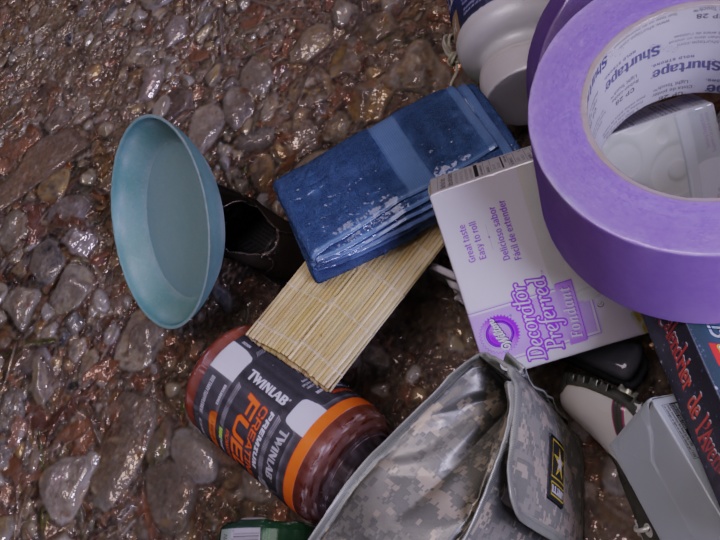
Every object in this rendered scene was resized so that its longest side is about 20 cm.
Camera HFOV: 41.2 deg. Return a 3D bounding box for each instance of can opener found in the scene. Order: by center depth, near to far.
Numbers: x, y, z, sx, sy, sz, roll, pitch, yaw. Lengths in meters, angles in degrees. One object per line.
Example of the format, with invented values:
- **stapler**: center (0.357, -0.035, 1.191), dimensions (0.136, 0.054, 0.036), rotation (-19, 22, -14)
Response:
- **can opener**: center (0.144, 0.025, 0.777), dimensions (0.198, 0.053, 0.067), rotation (25, 81, 31)

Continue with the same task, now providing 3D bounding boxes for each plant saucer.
- **plant saucer**: center (-0.180, -0.047, 0.914), dimensions (0.199, 0.036, 0.203), rotation (13, 107, 50)

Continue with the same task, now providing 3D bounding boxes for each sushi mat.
- **sushi mat**: center (0.000, 0.000, 0.798), dimensions (0.095, 0.012, 0.201), rotation (30, 73, 30)

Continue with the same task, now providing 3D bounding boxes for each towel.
- **towel**: center (0.027, -0.079, 0.797), dimensions (0.198, 0.049, 0.112), rotation (-29, 57, 0)

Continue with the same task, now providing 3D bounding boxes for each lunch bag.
- **lunch bag**: center (0.080, 0.169, 0.677), dimensions (0.117, 0.164, 0.201), rotation (32, 84, 39)

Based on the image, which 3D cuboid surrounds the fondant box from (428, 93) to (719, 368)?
- **fondant box**: center (0.162, -0.023, 0.682), dimensions (0.197, 0.058, 0.146), rotation (-17, 105, 10)

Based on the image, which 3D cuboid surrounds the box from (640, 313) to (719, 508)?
- **box**: center (0.253, 0.067, 0.568), dimensions (0.134, 0.038, 0.202), rotation (5, 43, -11)

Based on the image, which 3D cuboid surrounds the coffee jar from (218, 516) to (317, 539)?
- **coffee jar**: center (-0.067, 0.298, 0.728), dimensions (0.084, 0.104, 0.203), rotation (-8, 65, 26)

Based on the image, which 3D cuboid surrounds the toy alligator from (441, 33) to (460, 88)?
- **toy alligator**: center (0.078, -0.120, 0.878), dimensions (0.054, 0.059, 0.203), rotation (140, 136, -55)

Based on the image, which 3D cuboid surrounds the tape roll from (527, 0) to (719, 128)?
- **tape roll**: center (0.228, -0.145, 0.722), dimensions (0.197, 0.085, 0.203), rotation (1, 107, 4)

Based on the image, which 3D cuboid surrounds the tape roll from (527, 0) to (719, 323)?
- **tape roll**: center (0.201, -0.077, 0.565), dimensions (0.197, 0.085, 0.203), rotation (-7, 60, 12)

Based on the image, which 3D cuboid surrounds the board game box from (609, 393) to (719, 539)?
- **board game box**: center (0.276, 0.137, 0.586), dimensions (0.197, 0.065, 0.149), rotation (-7, 54, -23)

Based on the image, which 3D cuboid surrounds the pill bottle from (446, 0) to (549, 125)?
- **pill bottle**: center (0.135, -0.237, 0.864), dimensions (0.110, 0.111, 0.203), rotation (-17, 61, 18)

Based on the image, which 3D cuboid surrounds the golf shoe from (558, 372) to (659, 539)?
- **golf shoe**: center (0.209, 0.148, 0.678), dimensions (0.199, 0.077, 0.089), rotation (37, 92, 34)

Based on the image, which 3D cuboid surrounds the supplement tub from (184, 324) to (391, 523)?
- **supplement tub**: center (-0.048, 0.134, 0.790), dimensions (0.199, 0.107, 0.108), rotation (30, 83, 33)

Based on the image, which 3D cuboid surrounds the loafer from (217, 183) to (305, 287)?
- **loafer**: center (-0.125, -0.049, 0.931), dimensions (0.198, 0.071, 0.074), rotation (21, 78, 32)
